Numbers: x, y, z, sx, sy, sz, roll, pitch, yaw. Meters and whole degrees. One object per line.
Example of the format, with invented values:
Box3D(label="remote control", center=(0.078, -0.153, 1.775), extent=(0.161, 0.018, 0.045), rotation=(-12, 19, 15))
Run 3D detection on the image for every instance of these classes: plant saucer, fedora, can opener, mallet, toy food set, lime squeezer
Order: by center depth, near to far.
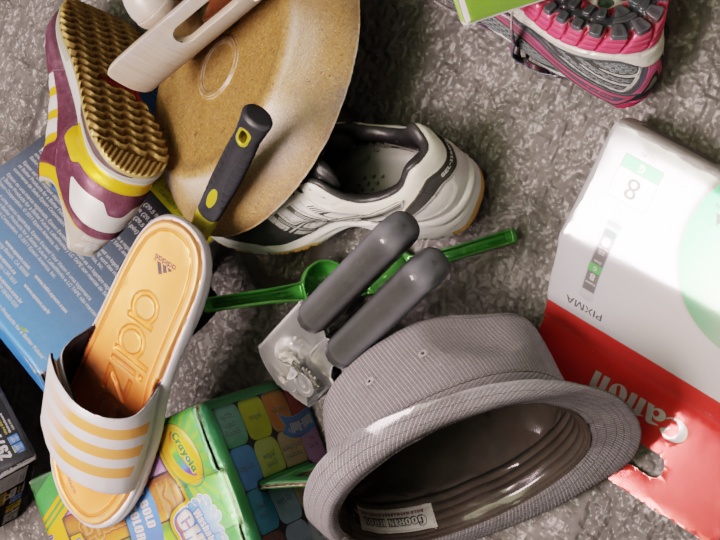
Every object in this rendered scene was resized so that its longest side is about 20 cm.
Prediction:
Box3D(label="fedora", center=(0.055, 0.087, 0.835), extent=(0.199, 0.177, 0.091), rotation=(-29, 53, 17))
Box3D(label="mallet", center=(-0.100, -0.037, 0.856), extent=(0.066, 0.041, 0.201), rotation=(39, 138, 13))
Box3D(label="can opener", center=(-0.002, 0.023, 0.865), extent=(0.053, 0.067, 0.200), rotation=(50, 141, 4))
Box3D(label="toy food set", center=(-0.097, -0.216, 0.888), extent=(0.143, 0.060, 0.201), rotation=(-34, 37, 27))
Box3D(label="plant saucer", center=(-0.077, -0.122, 0.896), extent=(0.199, 0.035, 0.202), rotation=(-27, 54, 44))
Box3D(label="lime squeezer", center=(0.000, 0.000, 0.904), extent=(0.198, 0.071, 0.038), rotation=(-12, 67, 0))

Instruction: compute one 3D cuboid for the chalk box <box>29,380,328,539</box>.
Box3D(label="chalk box", center=(-0.092, 0.150, 0.931), extent=(0.199, 0.125, 0.125), rotation=(-26, 82, 27))

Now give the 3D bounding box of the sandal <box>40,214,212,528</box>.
Box3D(label="sandal", center=(-0.154, 0.061, 0.852), extent=(0.079, 0.059, 0.208), rotation=(29, 109, 24))

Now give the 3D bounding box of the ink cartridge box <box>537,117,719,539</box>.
Box3D(label="ink cartridge box", center=(0.176, 0.038, 0.817), extent=(0.160, 0.050, 0.202), rotation=(32, 106, 24))

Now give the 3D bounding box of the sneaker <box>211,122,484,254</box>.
Box3D(label="sneaker", center=(-0.026, -0.061, 0.888), extent=(0.198, 0.088, 0.076), rotation=(-6, 67, 26))

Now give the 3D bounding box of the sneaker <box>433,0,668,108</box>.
Box3D(label="sneaker", center=(0.091, -0.160, 0.836), extent=(0.080, 0.075, 0.200), rotation=(-39, 56, -17))

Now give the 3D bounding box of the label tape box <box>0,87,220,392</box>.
Box3D(label="label tape box", center=(-0.179, -0.029, 0.984), extent=(0.200, 0.063, 0.144), rotation=(-39, 71, -16))

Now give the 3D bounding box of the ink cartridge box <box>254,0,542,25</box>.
Box3D(label="ink cartridge box", center=(0.036, -0.211, 0.791), extent=(0.198, 0.076, 0.149), rotation=(-17, 56, 9))

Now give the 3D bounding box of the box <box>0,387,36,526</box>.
Box3D(label="box", center=(-0.306, 0.084, 1.040), extent=(0.201, 0.049, 0.160), rotation=(59, 155, 12))

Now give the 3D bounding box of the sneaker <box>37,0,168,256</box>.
Box3D(label="sneaker", center=(-0.184, -0.100, 0.942), extent=(0.090, 0.074, 0.201), rotation=(-52, 34, 28))
